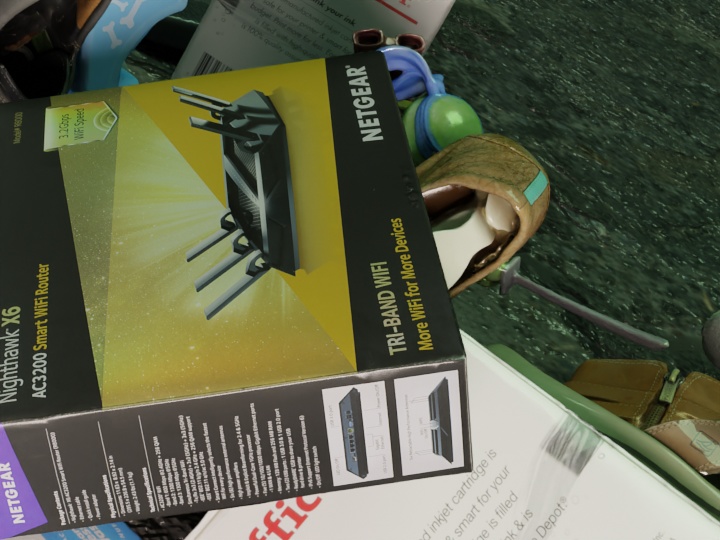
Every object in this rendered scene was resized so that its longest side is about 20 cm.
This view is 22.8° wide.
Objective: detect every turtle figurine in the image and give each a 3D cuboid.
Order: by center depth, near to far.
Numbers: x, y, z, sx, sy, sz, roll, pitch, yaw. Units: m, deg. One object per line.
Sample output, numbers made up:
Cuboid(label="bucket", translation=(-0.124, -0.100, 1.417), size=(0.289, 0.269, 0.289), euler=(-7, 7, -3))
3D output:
Cuboid(label="turtle figurine", translation=(0.000, 0.000, 0.850), size=(0.144, 0.194, 0.200), euler=(-41, 107, -29))

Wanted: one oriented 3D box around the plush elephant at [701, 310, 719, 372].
Cuboid(label="plush elephant", translation=(0.258, 0.084, 1.005), size=(0.200, 0.155, 0.165), euler=(-17, 91, -18))

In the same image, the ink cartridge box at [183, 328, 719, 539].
Cuboid(label="ink cartridge box", translation=(0.047, 0.129, 0.657), size=(0.200, 0.083, 0.147), euler=(37, 70, 11))

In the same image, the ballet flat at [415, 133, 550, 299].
Cuboid(label="ballet flat", translation=(-0.011, 0.013, 0.726), size=(0.068, 0.200, 0.072), euler=(59, 9, -14))

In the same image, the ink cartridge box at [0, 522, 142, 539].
Cuboid(label="ink cartridge box", translation=(-0.171, 0.105, 0.556), size=(0.116, 0.068, 0.200), euler=(41, 27, 19))

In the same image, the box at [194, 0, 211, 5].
Cuboid(label="box", translation=(-0.066, -0.226, 1.208), size=(0.200, 0.124, 0.098), euler=(23, 26, -19))

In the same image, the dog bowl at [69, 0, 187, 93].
Cuboid(label="dog bowl", translation=(-0.139, -0.108, 0.840), size=(0.050, 0.200, 0.111), euler=(-24, 46, -40))

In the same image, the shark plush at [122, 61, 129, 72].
Cuboid(label="shark plush", translation=(-0.149, -0.112, 0.956), size=(0.091, 0.083, 0.200), euler=(7, 35, -43))

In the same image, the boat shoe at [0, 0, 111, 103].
Cuboid(label="boat shoe", translation=(-0.163, -0.088, 0.782), size=(0.072, 0.200, 0.068), euler=(-21, 70, -42))

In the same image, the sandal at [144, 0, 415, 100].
Cuboid(label="sandal", translation=(-0.062, -0.135, 1.157), size=(0.200, 0.043, 0.076), euler=(16, 21, -10))

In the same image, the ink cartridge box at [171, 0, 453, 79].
Cuboid(label="ink cartridge box", translation=(-0.019, -0.142, 1.000), size=(0.116, 0.200, 0.068), euler=(31, 25, -2))

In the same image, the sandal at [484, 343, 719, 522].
Cuboid(label="sandal", translation=(0.134, 0.080, 0.703), size=(0.201, 0.057, 0.080), euler=(35, -17, 12))

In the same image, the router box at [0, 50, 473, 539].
Cuboid(label="router box", translation=(-0.054, 0.000, 0.637), size=(0.157, 0.052, 0.200), euler=(-9, 36, -3))

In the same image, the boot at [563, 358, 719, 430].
Cuboid(label="boot", translation=(0.080, 0.088, 0.795), size=(0.200, 0.074, 0.155), euler=(22, 43, 6))
